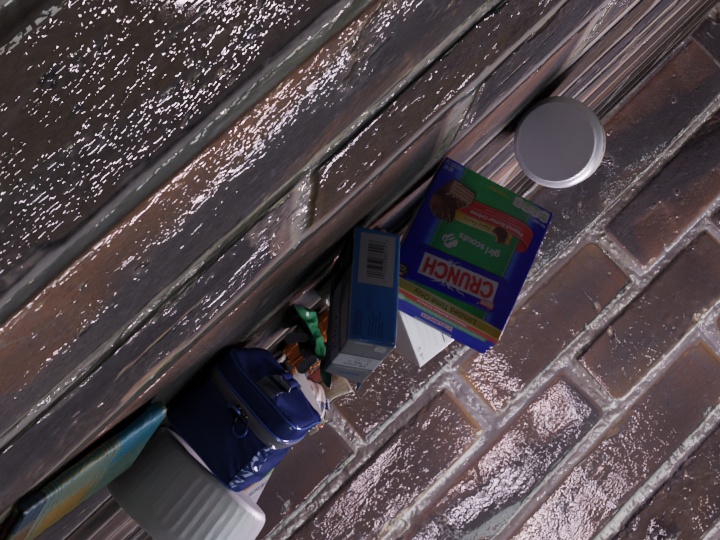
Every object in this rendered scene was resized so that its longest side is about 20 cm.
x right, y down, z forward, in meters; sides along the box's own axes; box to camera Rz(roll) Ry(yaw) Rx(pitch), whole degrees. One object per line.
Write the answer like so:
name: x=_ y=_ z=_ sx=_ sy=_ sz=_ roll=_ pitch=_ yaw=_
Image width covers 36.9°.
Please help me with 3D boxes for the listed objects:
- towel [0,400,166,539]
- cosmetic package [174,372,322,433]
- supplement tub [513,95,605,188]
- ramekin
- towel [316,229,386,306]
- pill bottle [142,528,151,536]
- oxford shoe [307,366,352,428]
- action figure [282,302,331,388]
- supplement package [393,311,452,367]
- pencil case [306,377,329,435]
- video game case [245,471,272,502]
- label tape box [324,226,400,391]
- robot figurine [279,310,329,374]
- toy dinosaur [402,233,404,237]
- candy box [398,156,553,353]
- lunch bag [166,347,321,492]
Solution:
towel: x=-0.297 y=0.222 z=1.132 sx=0.199 sy=0.022 sz=0.147 roll=-36 pitch=169 yaw=-46
cosmetic package: x=-0.158 y=0.213 z=1.473 sx=0.197 sy=0.072 sz=0.105 roll=-26 pitch=177 yaw=4
supplement tub: x=0.327 y=-0.210 z=1.769 sx=0.145 sy=0.145 sz=0.200 roll=-45 pitch=174 yaw=15
ramekin: x=-0.210 y=0.285 z=1.332 sx=0.098 sy=0.200 sz=0.201 roll=-50 pitch=175 yaw=-9
towel: x=0.000 y=0.000 z=1.550 sx=0.133 sy=0.034 sz=0.200 roll=-46 pitch=173 yaw=0
pill bottle: x=-0.279 y=0.357 z=1.734 sx=0.112 sy=0.112 sz=0.200 roll=-44 pitch=174 yaw=7
oxford shoe: x=-0.098 y=0.243 z=1.802 sx=0.200 sy=0.075 sz=0.070 roll=-45 pitch=175 yaw=-2
action figure: x=-0.073 y=0.095 z=1.480 sx=0.054 sy=0.120 sz=0.200 roll=-20 pitch=-177 yaw=1
supplement package: x=0.114 y=0.029 z=1.685 sx=0.199 sy=0.121 sz=0.121 roll=-36 pitch=-145 yaw=-20
pencil case: x=-0.125 y=0.207 z=1.667 sx=0.077 sy=0.090 sz=0.199 roll=-36 pitch=159 yaw=18
video game case: x=-0.182 y=0.343 z=1.744 sx=0.143 sy=0.018 sz=0.202 roll=-26 pitch=147 yaw=-59
label tape box: x=-0.006 y=0.055 z=1.361 sx=0.200 sy=0.062 sz=0.147 roll=123 pitch=-26 yaw=-64
robot figurine: x=-0.075 y=0.121 z=1.743 sx=0.145 sy=0.058 sz=0.200 roll=-41 pitch=174 yaw=-6
toy dinosaur: x=0.032 y=0.023 z=1.739 sx=0.202 sy=0.047 sz=0.088 roll=-59 pitch=142 yaw=-3
candy box: x=0.137 y=-0.020 z=1.425 sx=0.202 sy=0.167 sz=0.077 roll=-63 pitch=180 yaw=-20
lunch bag: x=-0.134 y=0.170 z=1.314 sx=0.132 sy=0.136 sz=0.200 roll=-44 pitch=173 yaw=4
